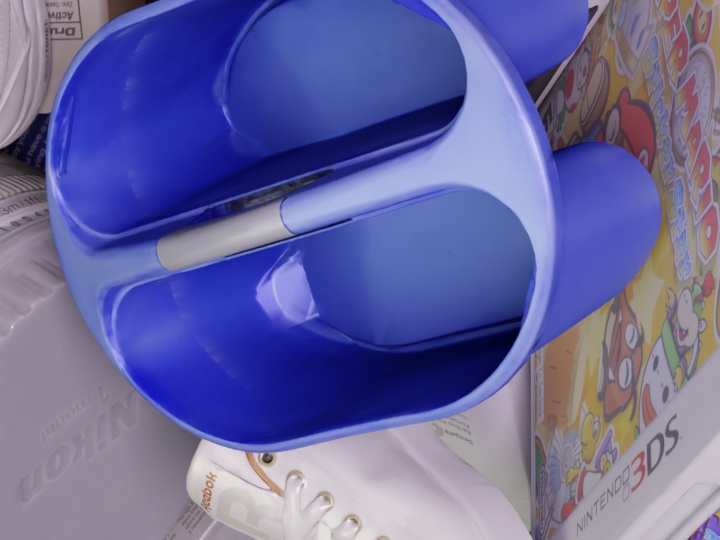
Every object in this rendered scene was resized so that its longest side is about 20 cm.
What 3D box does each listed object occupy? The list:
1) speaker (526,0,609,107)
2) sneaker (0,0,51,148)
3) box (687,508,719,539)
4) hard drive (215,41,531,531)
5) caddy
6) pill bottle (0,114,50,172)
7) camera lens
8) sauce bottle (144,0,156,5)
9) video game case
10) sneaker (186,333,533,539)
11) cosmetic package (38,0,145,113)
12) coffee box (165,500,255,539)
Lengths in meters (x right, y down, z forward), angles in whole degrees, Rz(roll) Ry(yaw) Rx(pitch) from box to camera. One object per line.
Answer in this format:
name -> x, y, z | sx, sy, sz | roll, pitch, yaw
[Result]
speaker -> 0.035, -0.088, 0.834 | 0.081, 0.081, 0.200 | 45, 149, 7
sneaker -> -0.145, -0.125, 0.812 | 0.075, 0.100, 0.200 | -5, 109, 11
box -> 0.155, 0.174, 0.800 | 0.192, 0.200, 0.122 | 29, 151, -8
hard drive -> 0.000, 0.000, 0.879 | 0.132, 0.027, 0.200 | 20, 143, 33
caddy -> -0.011, -0.024, 0.735 | 0.200, 0.105, 0.142 | -16, 97, 43
pill bottle -> -0.095, -0.033, 1.025 | 0.200, 0.120, 0.120 | 25, 142, 35
camera lens -> -0.169, 0.027, 0.919 | 0.200, 0.160, 0.160 | 25, 142, 35
sauce bottle -> -0.030, -0.134, 0.884 | 0.066, 0.066, 0.200 | 49, 150, 0
video game case -> 0.090, -0.008, 0.771 | 0.023, 0.200, 0.182 | 9, 150, -12
sneaker -> -0.007, 0.086, 0.812 | 0.200, 0.085, 0.073 | 52, 143, 36
cosmetic package -> -0.138, -0.160, 0.890 | 0.105, 0.071, 0.200 | 1, 111, 7
coffee box -> -0.073, 0.083, 1.076 | 0.113, 0.080, 0.200 | 38, -179, -41
